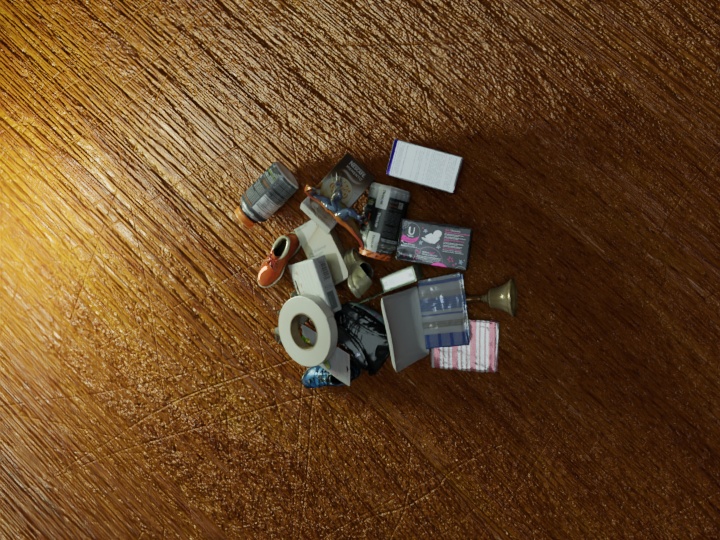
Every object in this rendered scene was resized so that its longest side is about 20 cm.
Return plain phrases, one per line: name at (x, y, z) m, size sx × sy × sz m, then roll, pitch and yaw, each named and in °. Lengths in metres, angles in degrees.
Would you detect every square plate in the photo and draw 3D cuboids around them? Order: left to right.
square plate at (0.123, 0.160, 1.617) m, size 0.028 × 0.196 × 0.206 m, roll -10°, pitch 92°, yaw 34°

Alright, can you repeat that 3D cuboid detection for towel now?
towel at (0.235, 0.116, 1.637) m, size 0.144 × 0.024 × 0.206 m, roll -10°, pitch 84°, yaw 32°
towel at (0.297, 0.213, 1.659) m, size 0.194 × 0.030 × 0.151 m, roll 2°, pitch 94°, yaw 16°

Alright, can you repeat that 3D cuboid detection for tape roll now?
tape roll at (-0.150, 0.169, 1.635) m, size 0.199 × 0.037 × 0.209 m, roll 9°, pitch 105°, yaw 35°

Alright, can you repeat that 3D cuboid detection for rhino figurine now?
rhino figurine at (-0.214, 0.157, 1.742) m, size 0.088 × 0.059 × 0.201 m, roll 54°, pitch 127°, yaw 23°

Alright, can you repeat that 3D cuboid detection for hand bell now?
hand bell at (0.334, 0.079, 1.623) m, size 0.195 × 0.104 × 0.107 m, roll -4°, pitch 93°, yaw 27°

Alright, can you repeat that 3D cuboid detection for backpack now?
backpack at (0.006, 0.182, 1.675) m, size 0.198 × 0.127 × 0.169 m, roll 36°, pitch 89°, yaw 10°

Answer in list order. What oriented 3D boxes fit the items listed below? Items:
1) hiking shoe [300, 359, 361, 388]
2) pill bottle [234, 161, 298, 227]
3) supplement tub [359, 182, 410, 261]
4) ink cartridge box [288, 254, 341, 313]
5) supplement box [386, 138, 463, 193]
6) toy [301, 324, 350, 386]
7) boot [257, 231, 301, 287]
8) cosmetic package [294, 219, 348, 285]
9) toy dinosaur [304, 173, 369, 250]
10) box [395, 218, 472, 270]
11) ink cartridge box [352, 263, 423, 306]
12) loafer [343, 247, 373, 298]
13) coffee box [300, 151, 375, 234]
hiking shoe at (-0.095, 0.311, 1.727) m, size 0.195 × 0.087 × 0.076 m, roll -17°, pitch 90°, yaw 14°
pill bottle at (-0.286, -0.220, 1.728) m, size 0.199 × 0.106 × 0.107 m, roll -41°, pitch 84°, yaw 13°
supplement tub at (0.064, -0.138, 1.640) m, size 0.119 × 0.122 × 0.206 m, roll 15°, pitch 97°, yaw 12°
ink cartridge box at (-0.137, 0.046, 1.690) m, size 0.046 × 0.199 × 0.164 m, roll -22°, pitch 96°, yaw -26°
supplement box at (0.183, -0.288, 1.612) m, size 0.195 × 0.101 × 0.106 m, roll 16°, pitch 98°, yaw 12°
toy at (-0.091, 0.235, 1.677) m, size 0.197 × 0.047 × 0.118 m, roll 25°, pitch 130°, yaw 33°
boot at (-0.259, -0.030, 1.735) m, size 0.074 × 0.107 × 0.202 m, roll 37°, pitch 103°, yaw 6°
cosmetic package at (-0.104, -0.054, 1.713) m, size 0.102 × 0.073 × 0.204 m, roll -28°, pitch 88°, yaw 14°
toy dinosaur at (-0.069, -0.166, 1.558) m, size 0.176 × 0.105 × 0.206 m, roll 7°, pitch 94°, yaw 8°
box at (0.209, -0.073, 1.605) m, size 0.195 × 0.132 × 0.118 m, roll 10°, pitch 93°, yaw 12°
ink cartridge box at (0.075, 0.038, 1.637) m, size 0.196 × 0.145 × 0.049 m, roll -20°, pitch 90°, yaw 14°
loafer at (0.000, 0.000, 1.640) m, size 0.067 × 0.202 × 0.076 m, roll -28°, pitch 125°, yaw 13°
coffee box at (-0.066, -0.220, 1.646) m, size 0.114 × 0.080 × 0.201 m, roll 41°, pitch 79°, yaw -3°
